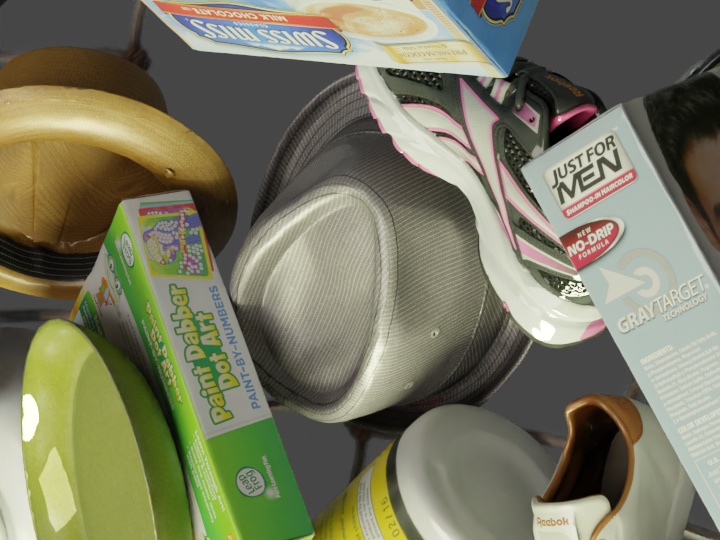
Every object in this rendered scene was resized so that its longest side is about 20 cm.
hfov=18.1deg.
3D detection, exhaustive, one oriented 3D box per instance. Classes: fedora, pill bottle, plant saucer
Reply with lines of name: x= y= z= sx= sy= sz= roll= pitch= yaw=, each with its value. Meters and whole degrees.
fedora: x=0.000 y=0.000 z=1.143 sx=0.177 sy=0.090 sz=0.200 roll=43 pitch=124 yaw=16
fedora: x=-0.157 y=-0.061 z=1.220 sx=0.200 sy=0.200 sz=0.082 roll=-26 pitch=48 yaw=38
pill bottle: x=0.016 y=0.167 z=1.173 sx=0.111 sy=0.111 sz=0.200 roll=51 pitch=126 yaw=11
plant saucer: x=-0.131 y=0.121 z=1.184 sx=0.200 sy=0.031 sz=0.201 roll=35 pitch=130 yaw=56

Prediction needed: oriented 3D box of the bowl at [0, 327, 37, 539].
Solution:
bowl: x=-0.218 y=0.142 z=1.343 sx=0.201 sy=0.090 sz=0.202 roll=12 pitch=111 yaw=33

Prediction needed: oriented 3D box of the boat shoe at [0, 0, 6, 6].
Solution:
boat shoe: x=-0.258 y=-0.140 z=1.289 sx=0.075 sy=0.075 sz=0.203 roll=37 pitch=112 yaw=4

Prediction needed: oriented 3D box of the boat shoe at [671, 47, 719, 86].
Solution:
boat shoe: x=0.201 y=-0.094 z=0.986 sx=0.200 sy=0.068 sz=0.072 roll=-30 pitch=87 yaw=38

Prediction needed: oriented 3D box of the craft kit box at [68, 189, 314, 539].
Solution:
craft kit box: x=-0.103 y=0.092 z=1.198 sx=0.201 sy=0.048 sz=0.198 roll=69 pitch=155 yaw=21

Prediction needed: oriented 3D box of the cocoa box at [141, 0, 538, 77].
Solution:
cocoa box: x=-0.017 y=-0.181 z=1.033 sx=0.200 sy=0.131 sz=0.134 roll=9 pitch=68 yaw=38

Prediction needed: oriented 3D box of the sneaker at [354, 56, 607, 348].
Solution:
sneaker: x=0.076 y=-0.070 z=1.060 sx=0.200 sy=0.080 sz=0.086 roll=55 pitch=139 yaw=15

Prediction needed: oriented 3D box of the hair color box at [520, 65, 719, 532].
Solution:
hair color box: x=0.159 y=0.020 z=0.947 sx=0.061 sy=0.099 sz=0.200 roll=-32 pitch=84 yaw=38

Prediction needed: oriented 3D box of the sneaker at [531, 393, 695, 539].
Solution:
sneaker: x=0.104 y=0.154 z=1.063 sx=0.073 sy=0.085 sz=0.201 roll=-11 pitch=61 yaw=42
